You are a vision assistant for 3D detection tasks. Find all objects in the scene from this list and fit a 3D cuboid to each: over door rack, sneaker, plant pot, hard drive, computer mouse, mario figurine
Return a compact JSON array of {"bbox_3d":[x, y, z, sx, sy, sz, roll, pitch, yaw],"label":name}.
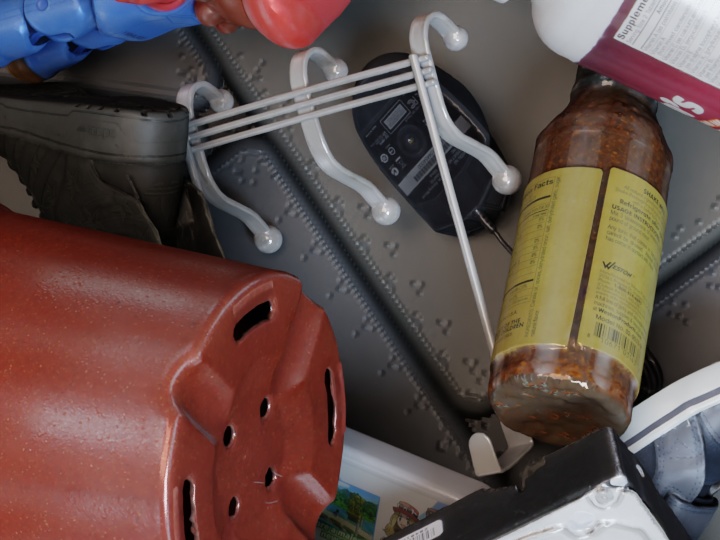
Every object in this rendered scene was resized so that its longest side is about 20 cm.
[{"bbox_3d":[0.000,0.000,1.231,0.148,0.067,0.200,-14,82,35],"label":"over door rack"},{"bbox_3d":[0.113,0.114,1.199,0.200,0.078,0.079,-38,70,22],"label":"sneaker"},{"bbox_3d":[-0.123,0.064,1.119,0.195,0.201,0.201,7,87,25],"label":"plant pot"},{"bbox_3d":[0.092,0.168,1.152,0.140,0.200,0.038,-27,34,14],"label":"hard drive"},{"bbox_3d":[0.069,-0.019,1.251,0.200,0.034,0.059,52,124,8],"label":"computer mouse"},{"bbox_3d":[-0.085,-0.148,1.257,0.200,0.123,0.106,-11,116,24],"label":"mario figurine"},{"bbox_3d":[-0.125,-0.028,1.267,0.200,0.060,0.104,12,106,52],"label":"sneaker"}]

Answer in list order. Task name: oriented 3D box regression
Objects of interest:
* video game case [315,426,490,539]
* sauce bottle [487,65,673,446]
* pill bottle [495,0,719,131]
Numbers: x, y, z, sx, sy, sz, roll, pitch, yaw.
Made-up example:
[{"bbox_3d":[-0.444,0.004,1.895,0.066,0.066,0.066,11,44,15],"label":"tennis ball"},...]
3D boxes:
[{"bbox_3d":[-0.046,0.139,1.228,0.200,0.022,0.183,21,119,23],"label":"video game case"},{"bbox_3d":[0.101,-0.023,1.190,0.066,0.066,0.200,5,58,18],"label":"sauce bottle"},{"bbox_3d":[0.140,-0.123,1.158,0.200,0.110,0.110,25,93,-7],"label":"pill bottle"}]
